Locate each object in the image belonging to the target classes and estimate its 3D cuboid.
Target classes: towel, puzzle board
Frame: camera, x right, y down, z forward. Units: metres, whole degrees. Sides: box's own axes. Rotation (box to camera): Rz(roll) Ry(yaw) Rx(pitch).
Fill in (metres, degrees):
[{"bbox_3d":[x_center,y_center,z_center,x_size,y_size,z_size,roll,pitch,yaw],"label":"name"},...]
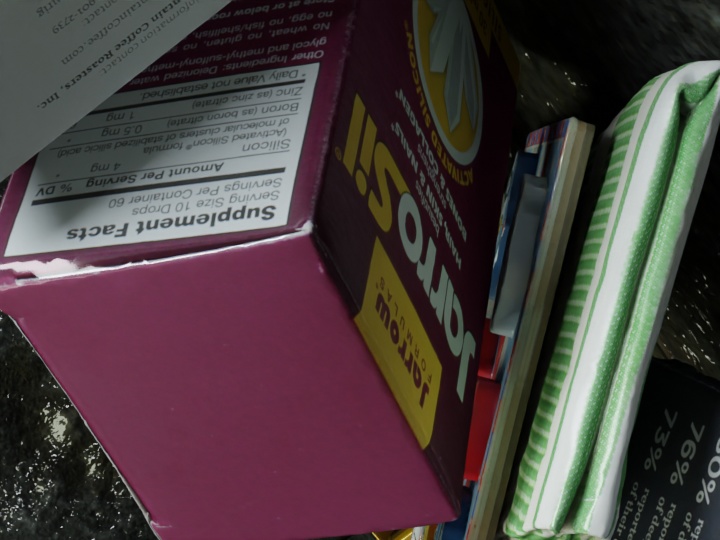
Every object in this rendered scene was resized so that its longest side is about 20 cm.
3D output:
[{"bbox_3d":[0.070,0.023,0.723,0.023,0.154,0.200,16,169,-1],"label":"towel"},{"bbox_3d":[0.039,0.049,0.765,0.017,0.202,0.151,14,-179,-2],"label":"puzzle board"}]

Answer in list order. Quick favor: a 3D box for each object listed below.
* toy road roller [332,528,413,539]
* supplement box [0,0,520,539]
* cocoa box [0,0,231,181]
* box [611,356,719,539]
[{"bbox_3d":[0.058,0.117,1.144,0.201,0.123,0.146,53,-176,2],"label":"toy road roller"},{"bbox_3d":[-0.024,-0.036,0.697,0.131,0.102,0.201,63,-152,-43],"label":"supplement box"},{"bbox_3d":[-0.082,-0.145,0.587,0.131,0.200,0.134,44,168,35],"label":"cocoa box"},{"bbox_3d":[0.140,0.126,0.637,0.104,0.149,0.200,19,-175,-25],"label":"box"}]
